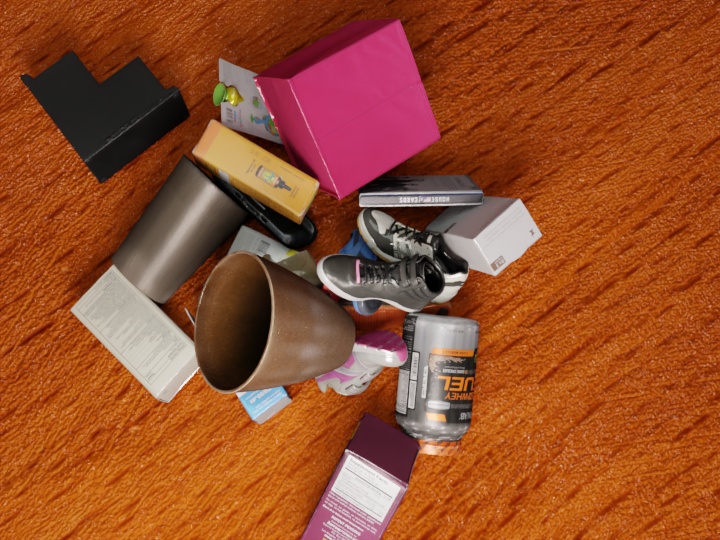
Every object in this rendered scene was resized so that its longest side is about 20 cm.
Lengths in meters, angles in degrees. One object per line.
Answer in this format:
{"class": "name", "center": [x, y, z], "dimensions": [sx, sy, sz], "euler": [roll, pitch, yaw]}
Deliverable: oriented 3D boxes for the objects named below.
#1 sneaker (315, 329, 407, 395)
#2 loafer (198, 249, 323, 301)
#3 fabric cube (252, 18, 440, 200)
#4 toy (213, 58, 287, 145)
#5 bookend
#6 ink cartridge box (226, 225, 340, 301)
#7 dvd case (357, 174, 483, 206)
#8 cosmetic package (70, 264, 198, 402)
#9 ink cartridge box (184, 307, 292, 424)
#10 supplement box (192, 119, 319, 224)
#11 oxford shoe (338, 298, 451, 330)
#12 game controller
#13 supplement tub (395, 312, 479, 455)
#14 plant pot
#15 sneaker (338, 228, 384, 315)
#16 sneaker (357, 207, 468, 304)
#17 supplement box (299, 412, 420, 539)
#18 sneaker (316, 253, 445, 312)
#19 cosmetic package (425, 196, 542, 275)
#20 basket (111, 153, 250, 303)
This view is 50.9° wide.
{"class": "sneaker", "center": [-0.001, 0.147, 1.177], "dimensions": [0.080, 0.197, 0.091], "euler": [-15, 94, -44]}
{"class": "loafer", "center": [-0.155, 0.015, 1.172], "dimensions": [0.194, 0.076, 0.069], "euler": [-9, 77, -12]}
{"class": "fabric cube", "center": [-0.023, -0.259, 1.200], "dimensions": [0.197, 0.195, 0.203], "euler": [-32, 116, -14]}
{"class": "toy", "center": [-0.167, -0.268, 1.281], "dimensions": [0.046, 0.197, 0.119], "euler": [-17, 72, 37]}
{"class": "bookend", "center": [-0.436, -0.297, 1.301], "dimensions": [0.198, 0.092, 0.201], "euler": [-40, 79, -11]}
{"class": "ink cartridge box", "center": [-0.129, 0.026, 1.239], "dimensions": [0.196, 0.067, 0.118], "euler": [26, 78, 5]}
{"class": "dvd case", "center": [0.093, -0.133, 1.245], "dimensions": [0.194, 0.151, 0.025], "euler": [0, 107, -1]}
{"class": "cosmetic package", "center": [-0.350, 0.102, 1.207], "dimensions": [0.200, 0.087, 0.103], "euler": [43, 78, 10]}
{"class": "ink cartridge box", "center": [-0.189, 0.134, 1.186], "dimensions": [0.067, 0.115, 0.202], "euler": [-33, 79, -10]}
{"class": "supplement box", "center": [-0.164, -0.153, 1.196], "dimensions": [0.197, 0.069, 0.068], "euler": [30, 77, 1]}
{"class": "oxford shoe", "center": [0.048, 0.049, 1.244], "dimensions": [0.194, 0.072, 0.075], "euler": [-3, 59, -8]}
{"class": "game controller", "center": [-0.158, -0.112, 1.260], "dimensions": [0.199, 0.042, 0.104], "euler": [42, 35, 9]}
{"class": "supplement tub", "center": [0.117, 0.172, 1.168], "dimensions": [0.119, 0.123, 0.206], "euler": [5, 89, 1]}
{"class": "plant pot", "center": [-0.106, 0.086, 1.083], "dimensions": [0.197, 0.184, 0.193], "euler": [15, 70, -43]}
{"class": "sneaker", "center": [0.000, 0.000, 1.216], "dimensions": [0.076, 0.067, 0.203], "euler": [-10, 39, 18]}
{"class": "sneaker", "center": [0.087, -0.041, 1.183], "dimensions": [0.198, 0.088, 0.076], "euler": [39, 45, -6]}
{"class": "supplement box", "center": [-0.005, 0.334, 1.093], "dimensions": [0.101, 0.131, 0.204], "euler": [28, 107, 6]}
{"class": "sneaker", "center": [0.038, 0.003, 1.099], "dimensions": [0.196, 0.099, 0.073], "euler": [16, 60, -27]}
{"class": "cosmetic package", "center": [0.188, -0.061, 1.194], "dimensions": [0.101, 0.200, 0.075], "euler": [-39, 104, -10]}
{"class": "basket", "center": [-0.293, -0.061, 1.216], "dimensions": [0.135, 0.180, 0.201], "euler": [40, 88, 12]}
